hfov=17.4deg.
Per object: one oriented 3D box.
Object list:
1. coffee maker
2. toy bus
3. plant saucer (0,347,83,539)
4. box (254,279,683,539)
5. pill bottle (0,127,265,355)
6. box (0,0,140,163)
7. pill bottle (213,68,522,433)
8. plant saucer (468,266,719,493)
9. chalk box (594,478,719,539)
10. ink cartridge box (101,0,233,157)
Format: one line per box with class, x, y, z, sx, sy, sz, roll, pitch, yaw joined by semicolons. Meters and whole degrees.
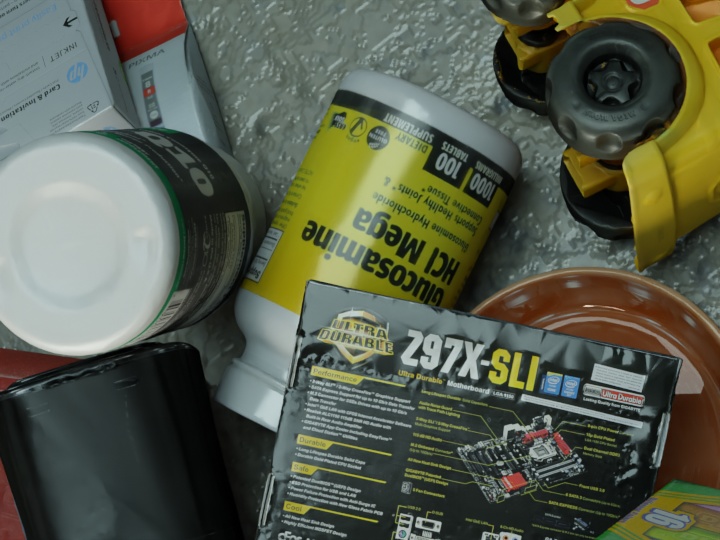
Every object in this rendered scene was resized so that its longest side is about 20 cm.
coffee maker;-0.112;0.143;1.244;0.134;0.192;0.201;-15;85;-23
toy bus;0.171;-0.132;1.263;0.191;0.136;0.201;-28;65;-1
plant saucer;-0.202;0.145;1.384;0.199;0.037;0.201;6;79;24
box;0.053;0.102;1.210;0.198;0.049;0.161;11;89;5
pill bottle;-0.122;-0.020;1.264;0.112;0.200;0.114;1;94;13
box;-0.226;-0.124;1.431;0.155;0.041;0.201;-30;51;11
pill bottle;0.000;0.000;1.298;0.112;0.112;0.201;25;87;25
plant saucer;0.121;0.099;1.269;0.199;0.032;0.202;-6;75;21
chalk box;0.211;0.193;1.114;0.199;0.124;0.125;14;108;26
ink cartridge box;-0.170;-0.097;1.425;0.161;0.050;0.201;-24;72;14
